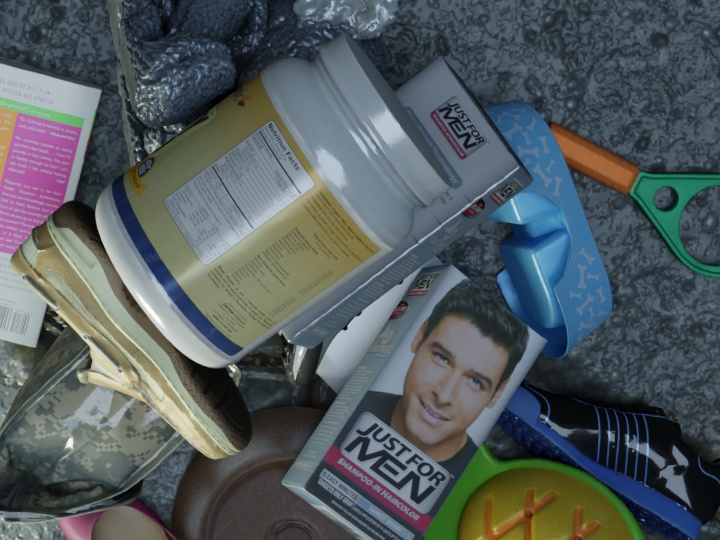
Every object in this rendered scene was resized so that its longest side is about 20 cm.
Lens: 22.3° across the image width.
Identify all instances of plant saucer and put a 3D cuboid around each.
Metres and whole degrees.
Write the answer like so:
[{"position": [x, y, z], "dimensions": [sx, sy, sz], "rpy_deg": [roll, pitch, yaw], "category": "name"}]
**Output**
[{"position": [-0.050, 0.207, 1.406], "dimensions": [0.199, 0.037, 0.202], "rpy_deg": [1, 100, 4], "category": "plant saucer"}]

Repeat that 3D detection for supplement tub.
[{"position": [-0.055, -0.046, 1.178], "dimensions": [0.199, 0.144, 0.145], "rpy_deg": [-35, 101, 8], "category": "supplement tub"}]

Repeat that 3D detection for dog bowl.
[{"position": [0.129, -0.035, 1.363], "dimensions": [0.049, 0.111, 0.201], "rpy_deg": [-25, 101, -14], "category": "dog bowl"}]

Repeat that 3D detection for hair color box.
[{"position": [0.010, -0.046, 1.275], "dimensions": [0.200, 0.061, 0.099], "rpy_deg": [-37, 75, 8], "category": "hair color box"}, {"position": [0.041, 0.105, 1.361], "dimensions": [0.099, 0.061, 0.201], "rpy_deg": [37, 77, -14], "category": "hair color box"}]

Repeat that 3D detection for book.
[{"position": [-0.279, -0.056, 1.351], "dimensions": [0.133, 0.048, 0.201], "rpy_deg": [15, 99, -10], "category": "book"}]

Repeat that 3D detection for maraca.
[{"position": [0.126, 0.205, 1.405], "dimensions": [0.199, 0.107, 0.138], "rpy_deg": [26, 102, 16], "category": "maraca"}]

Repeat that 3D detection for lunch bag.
[{"position": [-0.187, 0.097, 1.322], "dimensions": [0.200, 0.164, 0.118], "rpy_deg": [-45, 100, 1], "category": "lunch bag"}]

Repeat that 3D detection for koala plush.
[{"position": [-0.071, -0.149, 1.297], "dimensions": [0.198, 0.185, 0.178], "rpy_deg": [-8, 143, -10], "category": "koala plush"}]

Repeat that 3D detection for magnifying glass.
[{"position": [0.228, -0.060, 1.411], "dimensions": [0.199, 0.022, 0.080], "rpy_deg": [26, 96, -11], "category": "magnifying glass"}]

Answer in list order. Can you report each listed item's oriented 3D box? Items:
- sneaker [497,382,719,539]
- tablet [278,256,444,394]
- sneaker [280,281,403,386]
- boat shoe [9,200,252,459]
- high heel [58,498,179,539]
[{"position": [0.195, 0.131, 1.421], "dimensions": [0.199, 0.070, 0.078], "rpy_deg": [34, 74, -5], "category": "sneaker"}, {"position": [-0.014, 0.007, 1.401], "dimensions": [0.130, 0.014, 0.200], "rpy_deg": [-43, 100, 3], "category": "tablet"}, {"position": [0.000, 0.000, 1.359], "dimensions": [0.079, 0.074, 0.201], "rpy_deg": [26, 96, -14], "category": "sneaker"}, {"position": [-0.155, 0.052, 1.211], "dimensions": [0.076, 0.072, 0.200], "rpy_deg": [-38, 88, 11], "category": "boat shoe"}, {"position": [-0.155, 0.212, 1.362], "dimensions": [0.200, 0.096, 0.067], "rpy_deg": [41, 67, 6], "category": "high heel"}]
